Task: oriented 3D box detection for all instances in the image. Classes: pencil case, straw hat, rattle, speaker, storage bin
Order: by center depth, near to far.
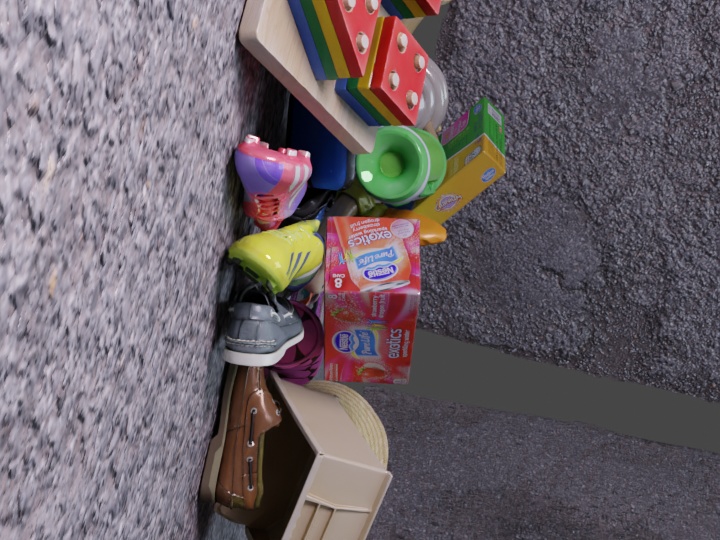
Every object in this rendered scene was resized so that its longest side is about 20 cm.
[{"bbox_3d":[-0.072,0.249,1.212,0.200,0.093,0.200,-67,-155,11],"label":"storage bin"},{"bbox_3d":[0.048,-0.120,1.251,0.200,0.088,0.089,-26,128,-78],"label":"speaker"},{"bbox_3d":[-0.093,0.094,1.342,0.091,0.093,0.200,56,-9,12],"label":"pencil case"},{"bbox_3d":[0.000,0.000,1.346,0.201,0.142,0.130,-63,-179,12],"label":"rattle"},{"bbox_3d":[-0.065,0.201,1.362,0.085,0.199,0.202,75,23,-55],"label":"straw hat"}]

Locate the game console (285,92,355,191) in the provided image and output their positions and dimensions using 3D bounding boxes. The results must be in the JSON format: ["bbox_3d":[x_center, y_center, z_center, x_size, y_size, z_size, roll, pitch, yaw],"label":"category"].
[{"bbox_3d":[-0.009,-0.183,1.122,0.170,0.117,0.202,12,-79,57],"label":"game console"}]

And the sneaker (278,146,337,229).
[{"bbox_3d":[-0.053,-0.124,1.263,0.111,0.076,0.201,117,-6,-60],"label":"sneaker"}]

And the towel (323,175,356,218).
[{"bbox_3d":[-0.017,-0.129,1.512,0.166,0.085,0.201,99,-8,-55],"label":"towel"}]

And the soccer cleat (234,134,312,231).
[{"bbox_3d":[-0.081,-0.074,1.001,0.200,0.066,0.077,-115,-139,-89],"label":"soccer cleat"}]

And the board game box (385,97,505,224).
[{"bbox_3d":[0.098,-0.114,1.411,0.200,0.040,0.153,-40,-158,27],"label":"board game box"}]

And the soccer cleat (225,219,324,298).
[{"bbox_3d":[-0.073,-0.021,1.048,0.084,0.065,0.200,-51,174,1],"label":"soccer cleat"}]

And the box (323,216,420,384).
[{"bbox_3d":[0.010,0.037,1.189,0.201,0.099,0.096,94,-2,-57],"label":"box"}]

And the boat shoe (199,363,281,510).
[{"bbox_3d":[-0.116,0.154,1.183,0.072,0.067,0.202,84,18,-84],"label":"boat shoe"}]

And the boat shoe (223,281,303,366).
[{"bbox_3d":[-0.095,0.042,1.101,0.200,0.072,0.062,-69,163,-79],"label":"boat shoe"}]

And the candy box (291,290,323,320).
[{"bbox_3d":[-0.089,0.072,1.634,0.201,0.060,0.137,100,2,-57],"label":"candy box"}]

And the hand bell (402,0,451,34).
[{"bbox_3d":[0.016,-0.248,1.259,0.104,0.103,0.201,-76,-168,-58],"label":"hand bell"}]

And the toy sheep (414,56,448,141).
[{"bbox_3d":[0.051,-0.216,1.409,0.200,0.137,0.139,-86,-174,-72],"label":"toy sheep"}]

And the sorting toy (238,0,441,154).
[{"bbox_3d":[-0.001,-0.233,0.941,0.199,0.069,0.202,39,59,-54],"label":"sorting toy"}]
